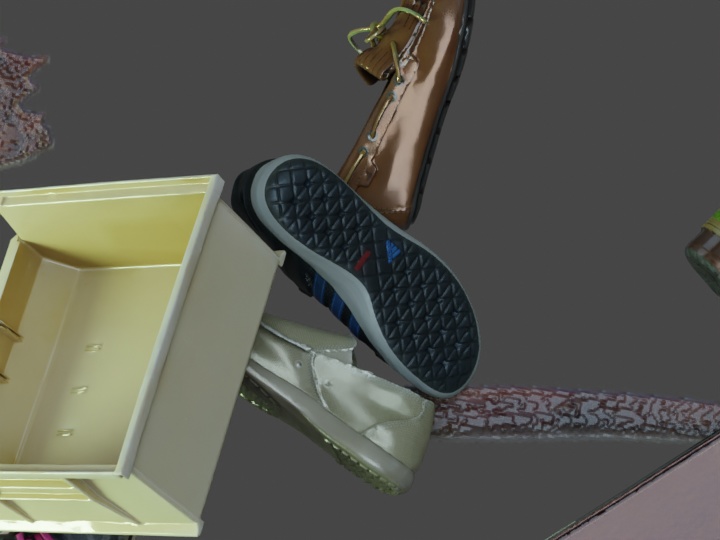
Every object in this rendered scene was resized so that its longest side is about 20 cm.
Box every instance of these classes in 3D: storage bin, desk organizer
[{"bbox_3d":[-0.170,0.054,1.594,0.198,0.094,0.200,-2,60,34],"label":"storage bin"},{"bbox_3d":[0.185,0.171,1.624,0.200,0.072,0.077,-32,83,-1],"label":"desk organizer"}]

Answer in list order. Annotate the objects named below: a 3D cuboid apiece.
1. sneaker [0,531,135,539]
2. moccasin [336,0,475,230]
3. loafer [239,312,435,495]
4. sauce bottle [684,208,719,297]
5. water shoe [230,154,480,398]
[{"bbox_3d":[-0.227,0.201,1.639,0.200,0.087,0.074,-35,81,-2],"label":"sneaker"},{"bbox_3d":[0.025,-0.128,1.683,0.078,0.074,0.202,17,93,-2],"label":"moccasin"},{"bbox_3d":[-0.034,0.064,1.656,0.200,0.076,0.068,37,75,11],"label":"loafer"},{"bbox_3d":[0.295,-0.062,1.655,0.065,0.065,0.200,44,85,9],"label":"sauce bottle"},{"bbox_3d":[0.000,0.000,1.663,0.072,0.079,0.200,-47,109,-18],"label":"water shoe"}]
